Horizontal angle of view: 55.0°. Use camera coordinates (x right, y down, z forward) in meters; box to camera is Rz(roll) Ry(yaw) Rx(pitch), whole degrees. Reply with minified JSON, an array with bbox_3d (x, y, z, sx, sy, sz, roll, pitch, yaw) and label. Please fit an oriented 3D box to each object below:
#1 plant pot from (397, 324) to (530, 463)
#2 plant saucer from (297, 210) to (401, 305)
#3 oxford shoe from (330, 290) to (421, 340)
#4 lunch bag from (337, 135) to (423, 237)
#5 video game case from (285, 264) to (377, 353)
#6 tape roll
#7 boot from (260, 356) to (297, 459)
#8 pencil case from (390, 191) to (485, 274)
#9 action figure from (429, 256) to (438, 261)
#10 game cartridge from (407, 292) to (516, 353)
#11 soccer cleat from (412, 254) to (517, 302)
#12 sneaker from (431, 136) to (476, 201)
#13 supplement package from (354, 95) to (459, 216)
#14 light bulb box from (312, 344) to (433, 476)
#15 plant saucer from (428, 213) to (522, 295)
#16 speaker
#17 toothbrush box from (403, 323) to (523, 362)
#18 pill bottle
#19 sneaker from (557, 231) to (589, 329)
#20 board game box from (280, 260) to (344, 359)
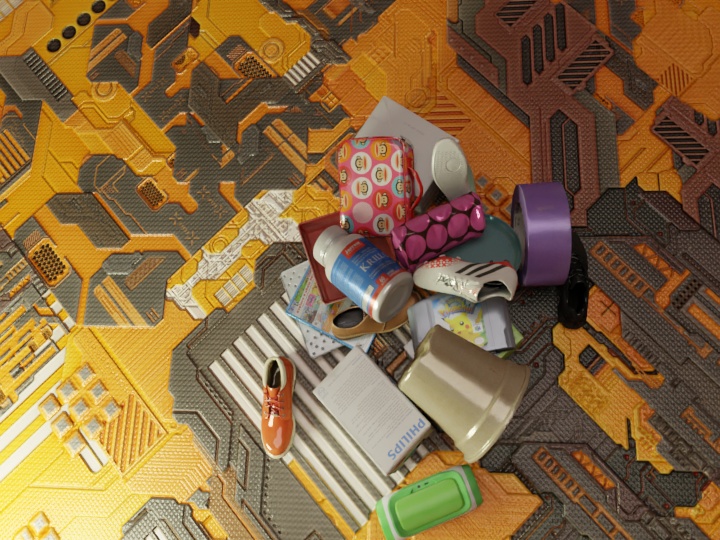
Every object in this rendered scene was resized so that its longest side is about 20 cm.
[{"bbox_3d":[0.173,0.202,1.237,0.182,0.201,0.203,35,80,2],"label":"plant pot"},{"bbox_3d":[-0.014,-0.036,1.460,0.195,0.037,0.204,-17,63,-8],"label":"plant saucer"},{"bbox_3d":[0.033,0.088,1.394,0.195,0.071,0.073,-21,71,-2],"label":"oxford shoe"},{"bbox_3d":[0.044,-0.169,1.401,0.171,0.082,0.206,2,97,21],"label":"lunch bag"},{"bbox_3d":[-0.042,0.070,1.453,0.196,0.018,0.146,26,79,13],"label":"video game case"},{"bbox_3d":[0.355,-0.071,1.376,0.082,0.200,0.206,-3,73,4],"label":"tape roll"},{"bbox_3d":[-0.172,0.272,1.392,0.073,0.107,0.206,-1,75,5],"label":"boot"},{"bbox_3d":[0.155,-0.074,1.351,0.196,0.091,0.096,-26,85,-8],"label":"pencil case"},{"bbox_3d":[0.190,-0.045,1.450,0.196,0.070,0.131,-26,58,-10],"label":"action figure"},{"bbox_3d":[0.193,0.104,1.344,0.194,0.041,0.137,-11,67,6],"label":"game cartridge"},{"bbox_3d":[0.193,0.021,1.282,0.194,0.070,0.086,1,40,8],"label":"soccer cleat"},{"bbox_3d":[0.187,-0.212,1.413,0.072,0.202,0.120,-14,45,14],"label":"sneaker"},{"bbox_3d":[0.093,-0.246,1.506,0.198,0.111,0.157,33,80,15],"label":"supplement package"},{"bbox_3d":[0.031,0.270,1.319,0.125,0.199,0.200,-44,75,-5],"label":"light bulb box"},{"bbox_3d":[0.221,-0.028,1.372,0.194,0.028,0.204,-7,53,9],"label":"plant saucer"},{"bbox_3d":[0.130,0.442,1.317,0.195,0.089,0.090,-22,72,0],"label":"speaker"},{"bbox_3d":[0.205,0.152,1.390,0.199,0.086,0.146,-40,72,-6],"label":"toothbrush box"},{"bbox_3d":[0.000,0.000,1.353,0.199,0.113,0.113,38,81,26],"label":"pill bottle"},{"bbox_3d":[0.435,0.010,1.402,0.074,0.091,0.206,-5,72,6],"label":"sneaker"},{"bbox_3d":[-0.050,0.059,1.480,0.196,0.026,0.204,-24,73,0],"label":"board game box"}]
